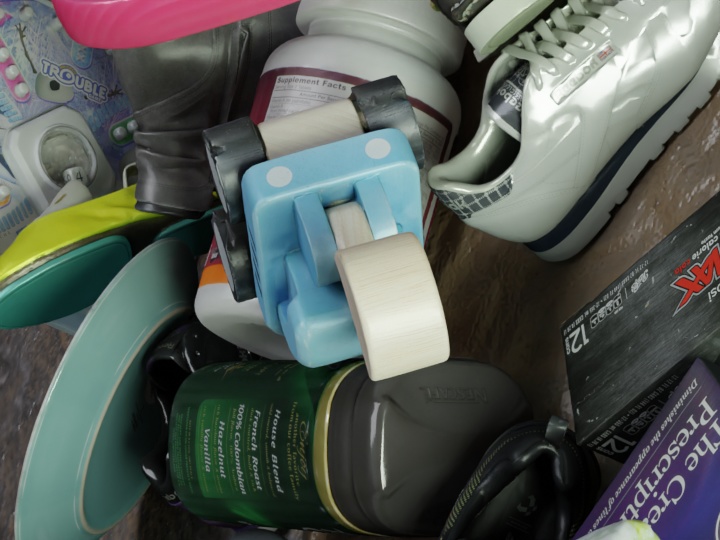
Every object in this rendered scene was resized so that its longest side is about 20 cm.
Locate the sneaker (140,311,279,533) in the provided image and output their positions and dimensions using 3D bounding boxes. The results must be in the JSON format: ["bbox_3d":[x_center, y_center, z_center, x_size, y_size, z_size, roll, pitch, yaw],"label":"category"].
[{"bbox_3d":[-0.068,0.039,1.550,0.076,0.087,0.201,-31,44,46],"label":"sneaker"}]

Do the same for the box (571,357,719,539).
[{"bbox_3d":[0.133,0.159,1.144,0.200,0.079,0.141,-58,33,16],"label":"box"}]

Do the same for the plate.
[{"bbox_3d":[-0.130,0.079,1.583,0.201,0.025,0.201,-57,-19,-32],"label":"plate"}]

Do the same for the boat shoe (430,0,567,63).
[{"bbox_3d":[0.068,-0.144,1.394,0.072,0.061,0.201,-39,-1,6],"label":"boat shoe"}]

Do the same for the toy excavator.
[{"bbox_3d":[0.000,0.000,1.312,0.195,0.099,0.201,86,166,-55],"label":"toy excavator"}]

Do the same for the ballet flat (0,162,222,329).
[{"bbox_3d":[-0.134,-0.027,1.624,0.067,0.199,0.067,59,160,29],"label":"ballet flat"}]

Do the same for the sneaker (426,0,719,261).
[{"bbox_3d":[0.113,-0.098,1.358,0.200,0.080,0.076,-57,29,13],"label":"sneaker"}]

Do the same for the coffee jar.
[{"bbox_3d":[-0.005,0.085,1.394,0.200,0.104,0.086,-5,84,58],"label":"coffee jar"}]

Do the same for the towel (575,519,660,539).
[{"bbox_3d":[0.055,0.213,1.113,0.171,0.048,0.201,-29,47,44],"label":"towel"}]

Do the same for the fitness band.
[{"bbox_3d":[-0.069,-0.175,1.511,0.199,0.038,0.144,-17,29,10],"label":"fitness band"}]

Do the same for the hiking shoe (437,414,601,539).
[{"bbox_3d":[0.045,0.155,1.253,0.101,0.075,0.201,52,-123,-77],"label":"hiking shoe"}]

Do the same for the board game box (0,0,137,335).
[{"bbox_3d":[-0.172,-0.065,1.680,0.026,0.199,0.201,-28,47,48],"label":"board game box"}]

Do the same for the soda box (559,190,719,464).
[{"bbox_3d":[0.172,0.006,1.201,0.200,0.063,0.071,-44,37,36],"label":"soda box"}]

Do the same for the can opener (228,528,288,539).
[{"bbox_3d":[-0.028,0.184,1.386,0.053,0.067,0.200,-23,22,-14],"label":"can opener"}]

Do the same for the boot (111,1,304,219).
[{"bbox_3d":[-0.041,-0.106,1.590,0.070,0.199,0.132,-146,43,-76],"label":"boot"}]

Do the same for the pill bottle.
[{"bbox_3d":[-0.010,-0.055,1.498,0.109,0.109,0.201,-7,64,57],"label":"pill bottle"}]
